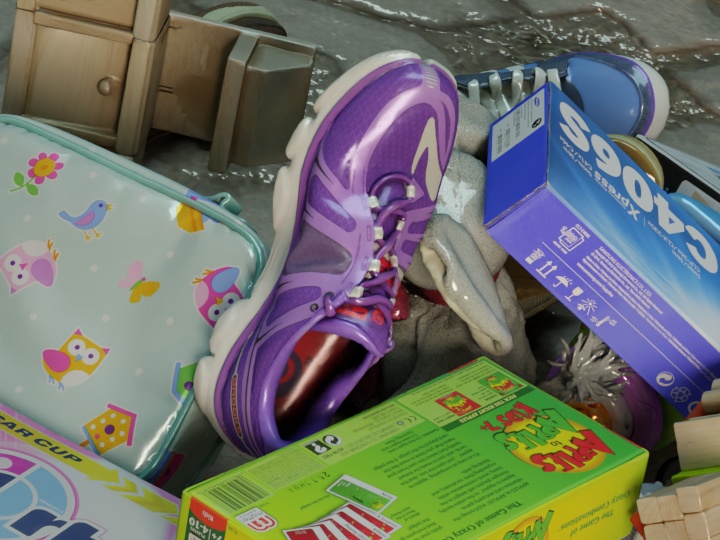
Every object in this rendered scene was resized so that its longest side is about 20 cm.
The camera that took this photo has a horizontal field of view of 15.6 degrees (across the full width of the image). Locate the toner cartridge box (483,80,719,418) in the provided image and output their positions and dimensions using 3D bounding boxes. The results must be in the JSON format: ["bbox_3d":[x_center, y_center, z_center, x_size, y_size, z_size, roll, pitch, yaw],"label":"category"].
[{"bbox_3d":[0.144,0.004,1.306,0.200,0.043,0.095,42,30,-22],"label":"toner cartridge box"}]

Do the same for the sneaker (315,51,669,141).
[{"bbox_3d":[0.068,-0.086,1.567,0.199,0.081,0.146,-9,-5,29],"label":"sneaker"}]

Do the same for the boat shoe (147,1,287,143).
[{"bbox_3d":[-0.105,-0.112,1.657,0.075,0.075,0.202,49,37,14],"label":"boat shoe"}]

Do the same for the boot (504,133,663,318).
[{"bbox_3d":[0.110,-0.026,1.457,0.072,0.200,0.155,55,35,4],"label":"boot"}]

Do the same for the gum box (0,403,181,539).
[{"bbox_3d":[-0.156,0.128,1.169,0.200,0.066,0.113,26,32,22],"label":"gum box"}]

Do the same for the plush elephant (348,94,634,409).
[{"bbox_3d":[0.028,0.008,1.320,0.199,0.155,0.165,-10,27,12],"label":"plush elephant"}]

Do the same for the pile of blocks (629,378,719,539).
[{"bbox_3d":[0.179,0.088,1.226,0.062,0.082,0.200,-12,27,41],"label":"pile of blocks"}]

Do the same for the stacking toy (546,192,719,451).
[{"bbox_3d":[0.143,0.061,1.407,0.116,0.110,0.200,40,47,13],"label":"stacking toy"}]

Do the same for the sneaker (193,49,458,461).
[{"bbox_3d":[0.000,0.000,1.193,0.080,0.201,0.083,19,6,-31],"label":"sneaker"}]

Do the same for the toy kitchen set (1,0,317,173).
[{"bbox_3d":[-0.121,-0.064,1.399,0.163,0.201,0.181,12,27,1],"label":"toy kitchen set"}]

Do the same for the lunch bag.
[{"bbox_3d":[-0.133,0.019,1.287,0.200,0.161,0.077,26,-13,23],"label":"lunch bag"}]

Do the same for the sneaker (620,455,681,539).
[{"bbox_3d":[0.149,0.128,1.308,0.199,0.075,0.116,13,21,-22],"label":"sneaker"}]

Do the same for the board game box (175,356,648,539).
[{"bbox_3d":[0.024,0.106,1.154,0.101,0.048,0.200,30,34,33],"label":"board game box"}]

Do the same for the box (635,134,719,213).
[{"bbox_3d":[0.243,0.003,1.542,0.116,0.060,0.200,18,17,-45],"label":"box"}]
